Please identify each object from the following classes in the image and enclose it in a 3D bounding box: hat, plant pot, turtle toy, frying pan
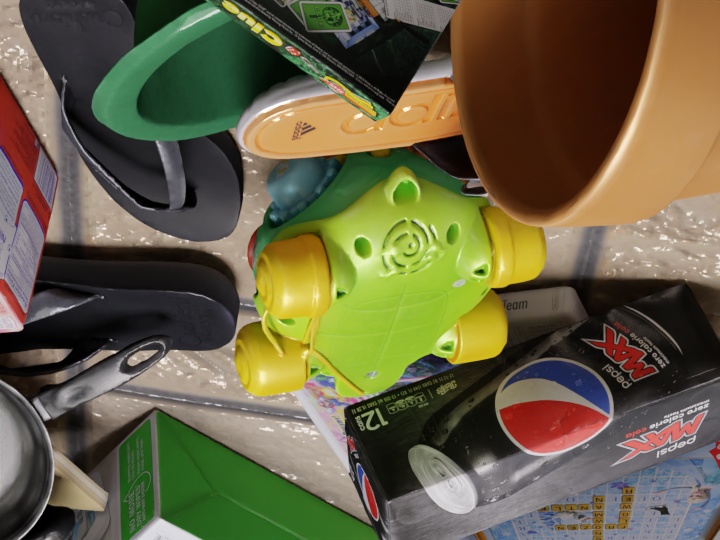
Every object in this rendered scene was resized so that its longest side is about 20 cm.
[{"bbox_3d":[-0.064,-0.176,1.098,0.165,0.177,0.200,-17,167,-23],"label":"hat"},{"bbox_3d":[0.137,-0.114,1.015,0.139,0.201,0.200,3,149,-22],"label":"plant pot"},{"bbox_3d":[0.000,0.000,1.263,0.145,0.102,0.200,-8,152,-18],"label":"turtle toy"},{"bbox_3d":[-0.201,0.075,1.370,0.115,0.031,0.190,35,102,-13],"label":"frying pan"}]

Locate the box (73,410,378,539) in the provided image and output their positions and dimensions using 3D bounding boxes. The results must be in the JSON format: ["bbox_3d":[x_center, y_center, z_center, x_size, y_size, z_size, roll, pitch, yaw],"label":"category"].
[{"bbox_3d":[-0.101,0.210,1.547,0.199,0.097,0.176,30,122,-29],"label":"box"}]

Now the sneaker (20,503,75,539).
[{"bbox_3d":[-0.248,0.120,1.448,0.199,0.077,0.084,26,123,-1],"label":"sneaker"}]

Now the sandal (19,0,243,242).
[{"bbox_3d":[-0.117,-0.073,1.237,0.075,0.043,0.201,-6,143,20],"label":"sandal"}]

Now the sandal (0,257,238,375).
[{"bbox_3d":[-0.167,0.027,1.376,0.198,0.043,0.076,-3,144,16],"label":"sandal"}]

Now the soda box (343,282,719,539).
[{"bbox_3d":[0.094,0.079,1.317,0.199,0.064,0.071,-20,146,-11],"label":"soda box"}]

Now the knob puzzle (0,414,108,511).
[{"bbox_3d":[-0.265,0.075,1.469,0.218,0.031,0.220,17,155,8],"label":"knob puzzle"}]

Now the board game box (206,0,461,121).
[{"bbox_3d":[-0.045,-0.158,0.995,0.199,0.105,0.023,35,166,-10],"label":"board game box"}]

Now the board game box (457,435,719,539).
[{"bbox_3d":[0.116,0.159,1.340,0.198,0.201,0.041,2,146,9],"label":"board game box"}]

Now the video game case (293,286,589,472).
[{"bbox_3d":[0.064,0.081,1.436,0.181,0.024,0.200,-7,143,21],"label":"video game case"}]

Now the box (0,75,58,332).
[{"bbox_3d":[-0.230,-0.063,1.227,0.095,0.100,0.200,-3,144,16],"label":"box"}]

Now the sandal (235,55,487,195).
[{"bbox_3d":[0.046,-0.061,1.153,0.205,0.060,0.079,-11,158,-13],"label":"sandal"}]
